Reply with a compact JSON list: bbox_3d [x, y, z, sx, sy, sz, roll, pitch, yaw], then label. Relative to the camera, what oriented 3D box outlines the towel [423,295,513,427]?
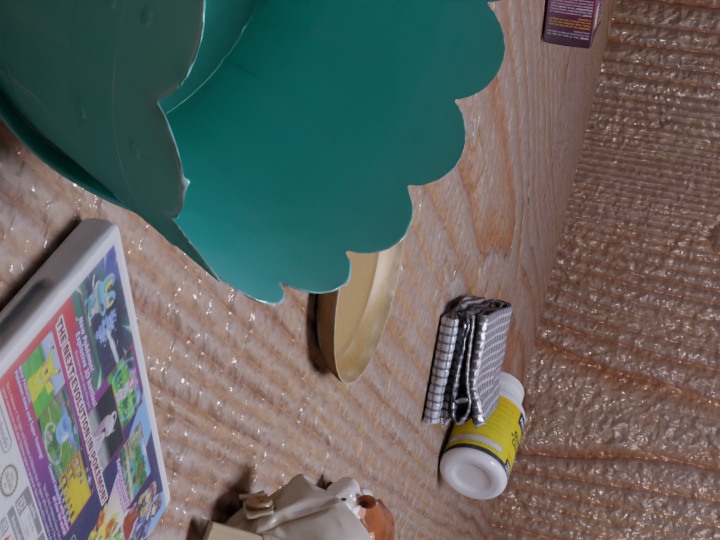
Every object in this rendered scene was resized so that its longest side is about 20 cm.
[{"bbox_3d":[0.161,0.127,1.538,0.200,0.085,0.168,-18,118,-73],"label":"towel"}]

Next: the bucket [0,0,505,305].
[{"bbox_3d":[-0.043,-0.105,0.413,0.207,0.134,0.209,-39,145,-35],"label":"bucket"}]

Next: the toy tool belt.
[{"bbox_3d":[-0.069,0.258,0.784,0.122,0.124,0.203,-11,112,-40],"label":"toy tool belt"}]

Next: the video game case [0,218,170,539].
[{"bbox_3d":[-0.150,0.108,0.502,0.183,0.023,0.202,-61,157,-47],"label":"video game case"}]

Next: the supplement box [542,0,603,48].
[{"bbox_3d":[0.364,-0.489,1.798,0.111,0.085,0.202,-60,157,-49],"label":"supplement box"}]

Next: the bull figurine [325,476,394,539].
[{"bbox_3d":[-0.007,0.272,1.076,0.200,0.064,0.123,45,62,-70],"label":"bull figurine"}]

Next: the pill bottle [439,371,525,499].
[{"bbox_3d":[0.205,0.262,1.752,0.201,0.111,0.113,-62,159,-44],"label":"pill bottle"}]

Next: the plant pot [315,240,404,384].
[{"bbox_3d":[0.000,0.000,0.958,0.200,0.027,0.203,12,90,-75],"label":"plant pot"}]
